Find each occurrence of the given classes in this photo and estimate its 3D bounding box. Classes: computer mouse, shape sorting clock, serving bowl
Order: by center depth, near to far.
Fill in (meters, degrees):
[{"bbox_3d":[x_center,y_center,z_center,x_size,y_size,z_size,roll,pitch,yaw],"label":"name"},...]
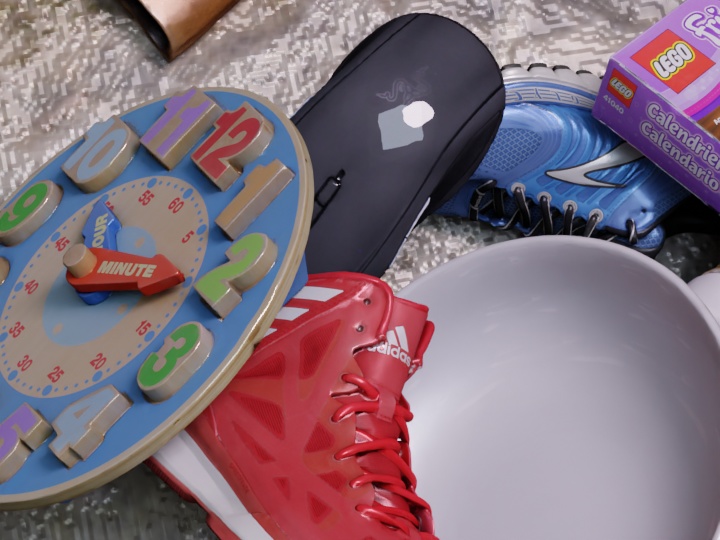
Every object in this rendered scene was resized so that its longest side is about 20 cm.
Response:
[{"bbox_3d":[0.065,0.090,0.961,0.199,0.066,0.201,-17,54,24],"label":"serving bowl"},{"bbox_3d":[-0.103,0.006,0.996,0.200,0.199,0.039,-53,128,-19],"label":"shape sorting clock"},{"bbox_3d":[0.000,0.000,1.034,0.200,0.046,0.140,-45,82,9],"label":"computer mouse"}]

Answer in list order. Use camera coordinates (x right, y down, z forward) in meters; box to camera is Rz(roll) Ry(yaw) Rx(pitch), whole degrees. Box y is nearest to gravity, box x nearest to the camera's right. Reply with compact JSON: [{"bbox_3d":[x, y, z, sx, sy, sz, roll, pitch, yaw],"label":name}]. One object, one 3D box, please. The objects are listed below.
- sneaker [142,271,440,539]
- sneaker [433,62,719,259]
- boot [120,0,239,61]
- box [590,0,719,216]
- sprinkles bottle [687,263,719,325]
[{"bbox_3d":[-0.001,0.064,0.926,0.200,0.078,0.116,36,86,40],"label":"sneaker"},{"bbox_3d":[0.093,-0.037,1.087,0.199,0.079,0.090,-4,72,-11],"label":"sneaker"},{"bbox_3d":[-0.065,-0.219,1.136,0.200,0.068,0.189,-35,90,-10],"label":"boot"},{"bbox_3d":[0.212,-0.084,1.070,0.137,0.039,0.200,40,55,20],"label":"box"},{"bbox_3d":[0.206,-0.008,1.078,0.068,0.068,0.200,48,57,6],"label":"sprinkles bottle"}]
